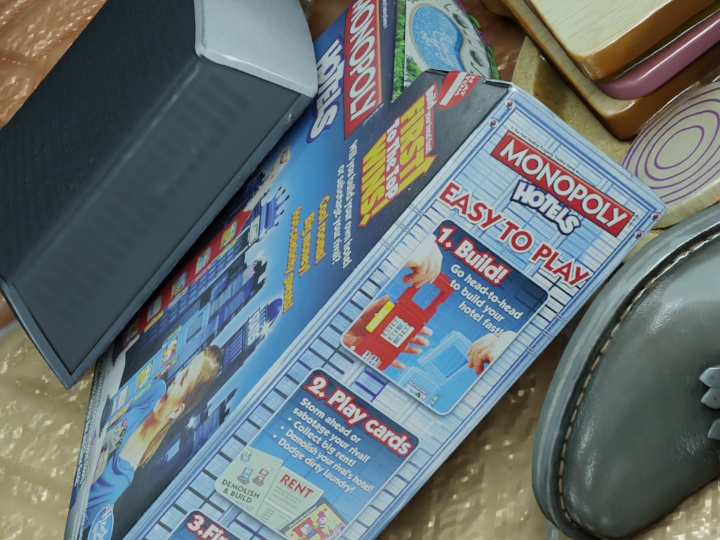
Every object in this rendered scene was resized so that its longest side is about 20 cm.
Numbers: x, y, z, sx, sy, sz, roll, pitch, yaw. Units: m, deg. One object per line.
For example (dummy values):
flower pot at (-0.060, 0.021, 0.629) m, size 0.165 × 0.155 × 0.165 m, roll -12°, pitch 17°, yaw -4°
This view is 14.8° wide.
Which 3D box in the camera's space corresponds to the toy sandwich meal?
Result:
toy sandwich meal at (0.116, -0.092, 0.850) m, size 0.205 × 0.070 × 0.205 m, roll -22°, pitch 43°, yaw 22°

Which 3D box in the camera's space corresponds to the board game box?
board game box at (0.000, 0.000, 0.825) m, size 0.200 × 0.062 × 0.200 m, roll -43°, pitch 23°, yaw 27°

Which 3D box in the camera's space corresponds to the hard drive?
hard drive at (-0.076, -0.049, 0.923) m, size 0.135 × 0.042 × 0.200 m, roll -49°, pitch 18°, yaw 10°

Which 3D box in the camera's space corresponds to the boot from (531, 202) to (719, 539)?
boot at (0.153, 0.040, 0.710) m, size 0.200 × 0.069 × 0.174 m, roll -44°, pitch 47°, yaw 8°
